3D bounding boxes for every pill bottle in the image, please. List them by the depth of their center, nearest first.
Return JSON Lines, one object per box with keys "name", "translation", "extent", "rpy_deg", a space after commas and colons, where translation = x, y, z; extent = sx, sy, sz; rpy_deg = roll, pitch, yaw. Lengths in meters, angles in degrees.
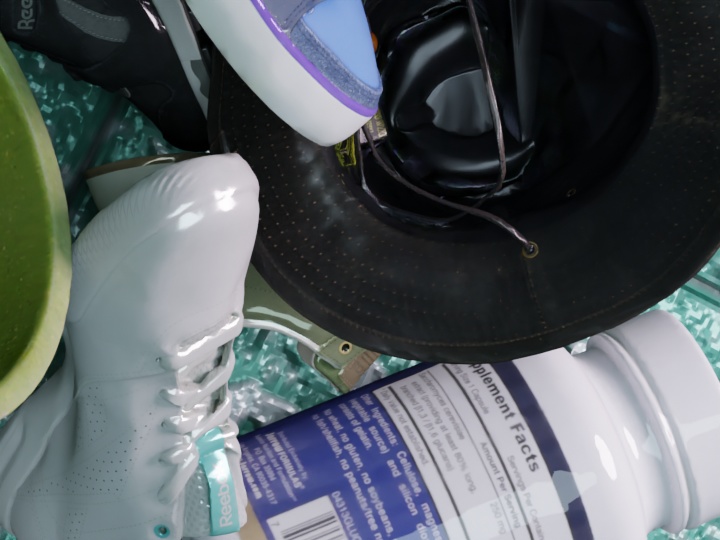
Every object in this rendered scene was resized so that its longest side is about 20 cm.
{"name": "pill bottle", "translation": [0.037, 0.088, 0.960], "extent": [0.200, 0.111, 0.111], "rpy_deg": [-21, 104, -10]}

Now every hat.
{"name": "hat", "translation": [0.051, -0.061, 0.884], "extent": [0.200, 0.081, 0.201], "rpy_deg": [0, 89, 17]}

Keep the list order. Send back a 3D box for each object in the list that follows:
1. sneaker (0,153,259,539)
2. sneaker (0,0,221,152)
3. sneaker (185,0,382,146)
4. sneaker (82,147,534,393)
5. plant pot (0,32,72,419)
{"name": "sneaker", "translation": [-0.064, 0.046, 0.865], "extent": [0.075, 0.200, 0.089], "rpy_deg": [-20, 62, -36]}
{"name": "sneaker", "translation": [-0.107, -0.107, 0.887], "extent": [0.087, 0.076, 0.200], "rpy_deg": [-18, 141, 7]}
{"name": "sneaker", "translation": [-0.002, -0.151, 0.794], "extent": [0.146, 0.081, 0.200], "rpy_deg": [-27, 108, 12]}
{"name": "sneaker", "translation": [0.000, 0.000, 0.953], "extent": [0.200, 0.067, 0.090], "rpy_deg": [-3, 89, -7]}
{"name": "plant pot", "translation": [-0.226, -0.007, 0.791], "extent": [0.190, 0.200, 0.200], "rpy_deg": [-26, 109, 29]}
